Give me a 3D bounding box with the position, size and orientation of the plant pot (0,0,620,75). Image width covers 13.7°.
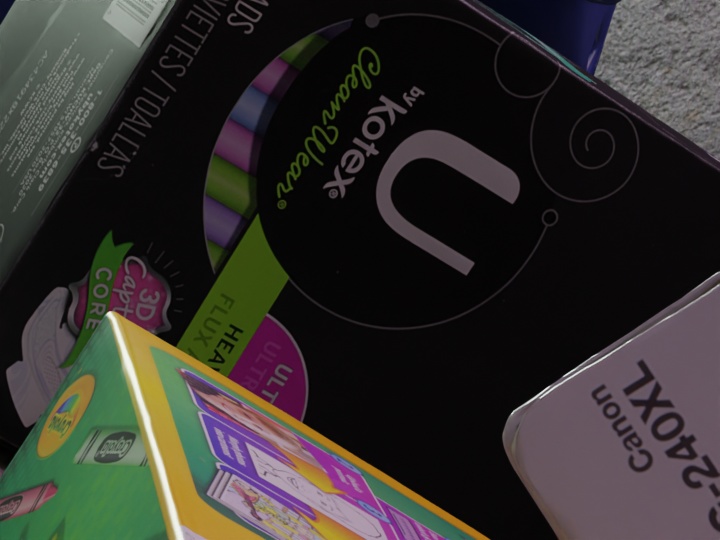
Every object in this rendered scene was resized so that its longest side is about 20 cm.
[{"bbox_3d":[0.004,-0.151,0.886,0.199,0.201,0.180,20,-24,-5],"label":"plant pot"}]

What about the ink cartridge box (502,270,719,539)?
[{"bbox_3d":[0.111,0.089,0.570,0.145,0.083,0.200,57,0,23],"label":"ink cartridge box"}]

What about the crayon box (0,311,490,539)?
[{"bbox_3d":[-0.004,0.080,0.530,0.119,0.058,0.200,32,6,-13],"label":"crayon box"}]

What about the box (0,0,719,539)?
[{"bbox_3d":[0.000,0.000,0.770,0.200,0.149,0.124,31,5,-24],"label":"box"}]
